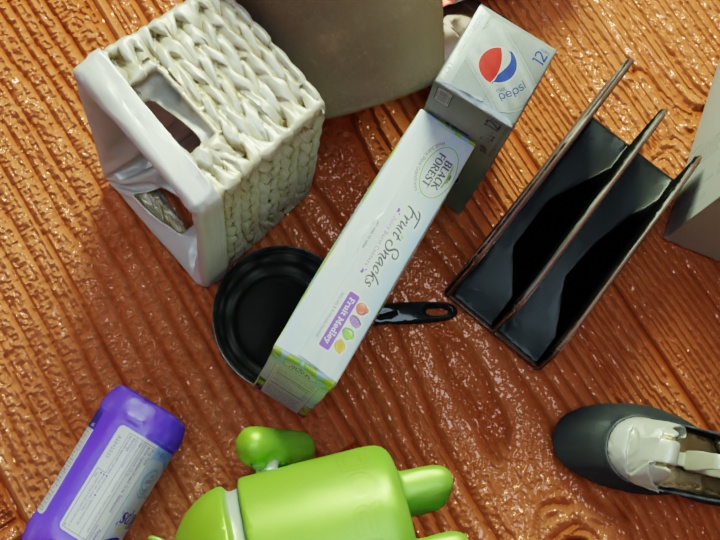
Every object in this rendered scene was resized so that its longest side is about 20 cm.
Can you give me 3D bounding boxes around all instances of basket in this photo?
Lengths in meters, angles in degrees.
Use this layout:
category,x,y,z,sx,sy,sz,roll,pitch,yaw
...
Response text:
category,x,y,z,sx,sy,sz,roll,pitch,yaw
basket,-0.113,-0.094,0.790,0.123,0.200,0.136,-40,83,-16

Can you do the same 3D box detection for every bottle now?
category,x,y,z,sx,sy,sz,roll,pitch,yaw
bottle,-0.202,0.184,0.778,0.065,0.084,0.202,29,76,3

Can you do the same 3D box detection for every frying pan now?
category,x,y,z,sx,sy,sz,roll,pitch,yaw
frying pan,-0.028,0.024,0.851,0.188,0.031,0.116,-24,83,-20

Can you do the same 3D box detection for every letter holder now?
category,x,y,z,sx,sy,sz,roll,pitch,yaw
letter holder,0.169,-0.042,0.820,0.100,0.142,0.201,38,78,6

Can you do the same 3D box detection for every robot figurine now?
category,x,y,z,sx,sy,sz,roll,pitch,yaw
robot figurine,-0.032,0.183,0.689,0.197,0.116,0.178,-14,73,-7

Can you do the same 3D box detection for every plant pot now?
category,x,y,z,sx,sy,sz,roll,pitch,yaw
plant pot,-0.017,-0.207,0.777,0.197,0.200,0.177,-18,103,-7

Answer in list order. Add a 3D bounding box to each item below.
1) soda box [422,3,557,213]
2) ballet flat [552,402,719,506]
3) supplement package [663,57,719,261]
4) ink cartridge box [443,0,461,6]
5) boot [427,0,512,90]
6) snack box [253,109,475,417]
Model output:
category,x,y,z,sx,sy,sz,roll,pitch,yaw
soda box,0.081,-0.113,0.801,0.063,0.200,0.069,31,77,3
ballet flat,0.248,0.143,0.822,0.197,0.073,0.074,15,77,0
supplement package,0.356,-0.112,0.821,0.145,0.191,0.203,21,77,1
ink cartridge box,0.071,-0.303,0.891,0.198,0.057,0.164,-21,73,-27
boot,0.010,-0.190,0.888,0.199,0.064,0.187,39,77,1
snack box,0.000,0.000,0.776,0.053,0.142,0.202,32,70,-2
